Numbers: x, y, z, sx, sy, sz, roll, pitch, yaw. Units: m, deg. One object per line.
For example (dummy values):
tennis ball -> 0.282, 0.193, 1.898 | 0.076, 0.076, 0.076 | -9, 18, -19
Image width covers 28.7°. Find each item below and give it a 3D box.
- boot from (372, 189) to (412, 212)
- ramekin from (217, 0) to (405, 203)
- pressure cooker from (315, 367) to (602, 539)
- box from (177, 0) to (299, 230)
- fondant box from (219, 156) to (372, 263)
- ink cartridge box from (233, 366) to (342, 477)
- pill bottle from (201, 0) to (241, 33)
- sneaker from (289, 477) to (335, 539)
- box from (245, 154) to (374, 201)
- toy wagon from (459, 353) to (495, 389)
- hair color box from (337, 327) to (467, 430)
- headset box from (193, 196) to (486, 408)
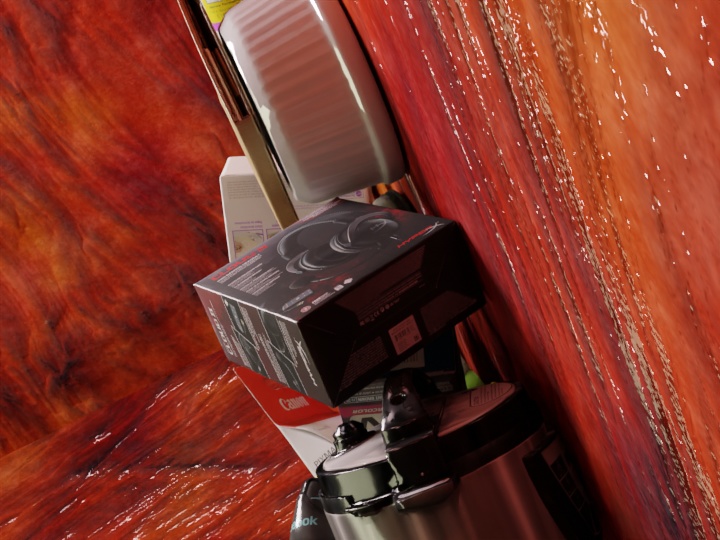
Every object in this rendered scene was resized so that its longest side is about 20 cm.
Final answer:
boot -> 0.000, 0.000, 1.241 | 0.068, 0.130, 0.200 | 65, 177, -24
ramekin -> -0.045, -0.149, 1.172 | 0.202, 0.093, 0.204 | 90, 154, -82
pressure cooker -> 0.062, 0.165, 0.991 | 0.175, 0.178, 0.202 | -21, 93, 54
box -> -0.109, -0.143, 1.223 | 0.200, 0.021, 0.165 | 69, 175, -64
fondant box -> -0.056, -0.015, 1.406 | 0.058, 0.142, 0.202 | -84, -10, -67
ink cartridge box -> -0.019, 0.155, 1.339 | 0.201, 0.057, 0.162 | 56, -166, 10
pill bottle -> -0.135, -0.317, 1.282 | 0.104, 0.103, 0.201 | -121, 7, -58
sneaker -> 0.024, 0.219, 1.110 | 0.199, 0.075, 0.080 | 26, -132, -40
box -> -0.062, -0.120, 1.498 | 0.102, 0.112, 0.201 | -117, 4, -49
toy wagon -> 0.080, 0.092, 1.252 | 0.156, 0.039, 0.200 | 57, 174, -22
hair color box -> 0.042, 0.130, 1.156 | 0.201, 0.099, 0.061 | 75, -170, -46
headset box -> -0.024, 0.017, 1.080 | 0.199, 0.148, 0.078 | 18, 135, 58
